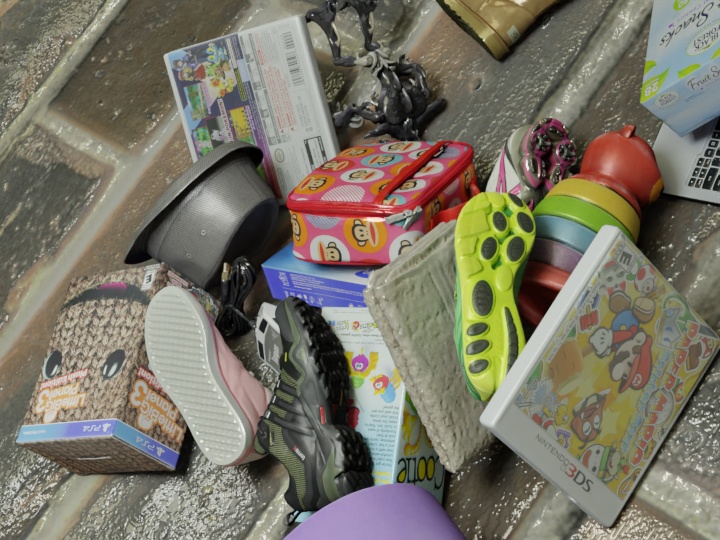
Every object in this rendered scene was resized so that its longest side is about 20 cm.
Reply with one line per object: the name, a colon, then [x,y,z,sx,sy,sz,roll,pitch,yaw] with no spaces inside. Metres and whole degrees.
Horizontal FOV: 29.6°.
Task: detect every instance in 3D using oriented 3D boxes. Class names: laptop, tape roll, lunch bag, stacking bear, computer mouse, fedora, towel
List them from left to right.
fedora: [-0.159,-0.046,1.484,0.090,0.177,0.200,47,118,11]
computer mouse: [-0.080,0.071,1.423,0.044,0.110,0.200,-22,47,-35]
tape roll: [0.008,0.284,1.158,0.200,0.200,0.085,-41,49,2]
lunch bag: [0.036,-0.070,1.380,0.175,0.083,0.200,4,25,26]
towel: [0.083,0.067,1.231,0.132,0.201,0.034,-35,18,-36]
stacking bear: [0.220,-0.043,1.287,0.113,0.122,0.201,23,69,22]
laptop: [0.365,-0.166,1.278,0.199,0.116,0.188,15,69,36]

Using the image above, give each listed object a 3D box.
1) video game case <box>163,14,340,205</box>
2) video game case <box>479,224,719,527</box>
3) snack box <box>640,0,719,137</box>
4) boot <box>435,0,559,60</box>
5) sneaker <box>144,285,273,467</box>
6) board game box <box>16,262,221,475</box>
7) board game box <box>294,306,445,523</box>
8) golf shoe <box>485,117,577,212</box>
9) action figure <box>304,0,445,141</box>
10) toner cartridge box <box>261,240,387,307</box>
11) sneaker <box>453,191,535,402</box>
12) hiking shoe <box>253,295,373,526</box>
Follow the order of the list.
video game case: [-0.119,-0.171,1.548,0.181,0.023,0.202,-11,100,25]
video game case: [0.212,0.093,1.168,0.201,0.182,0.023,-56,33,-11]
snack box: [0.359,-0.251,1.306,0.168,0.067,0.201,-32,34,45]
boot: [0.183,-0.350,1.539,0.200,0.066,0.175,-42,62,3]
sneaker: [-0.150,0.112,1.409,0.075,0.104,0.201,-34,70,17]
board game box: [-0.260,0.109,1.476,0.158,0.097,0.202,-9,57,38]
board game box: [0.018,0.144,1.274,0.104,0.103,0.202,1,76,31]
golf shoe: [0.160,-0.051,1.371,0.092,0.072,0.202,-18,51,59]
action figure: [0.018,-0.211,1.524,0.118,0.102,0.201,-26,88,-21]
toner cartridge box: [0.000,0.000,1.398,0.199,0.043,0.095,9,38,43]
sneaker: [0.109,0.021,1.195,0.073,0.084,0.202,10,63,-5]
hiking shoe: [-0.061,0.122,1.219,0.100,0.076,0.202,-24,65,19]
